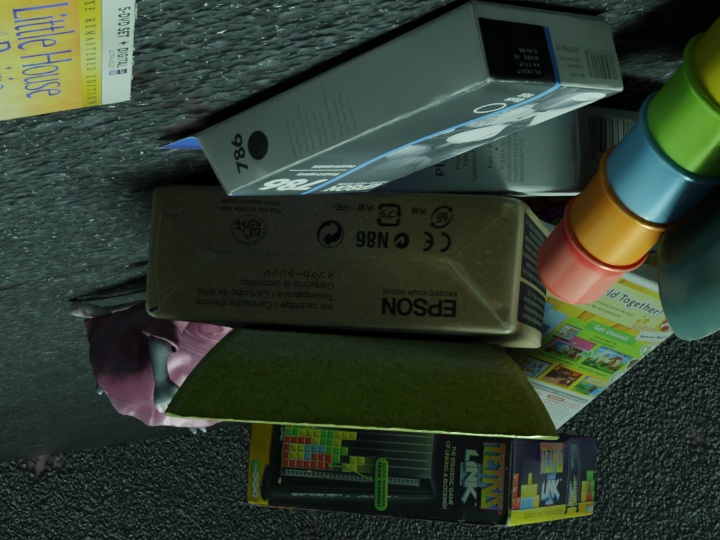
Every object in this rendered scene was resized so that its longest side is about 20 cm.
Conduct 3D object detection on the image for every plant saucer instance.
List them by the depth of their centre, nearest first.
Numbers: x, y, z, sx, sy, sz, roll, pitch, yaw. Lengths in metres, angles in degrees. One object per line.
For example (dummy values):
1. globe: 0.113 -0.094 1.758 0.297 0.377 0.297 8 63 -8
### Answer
1. plant saucer: 0.196 -0.057 0.738 0.200 0.027 0.200 -55 -176 6
2. plant saucer: 0.001 0.061 0.895 0.199 0.048 0.200 3 176 -1

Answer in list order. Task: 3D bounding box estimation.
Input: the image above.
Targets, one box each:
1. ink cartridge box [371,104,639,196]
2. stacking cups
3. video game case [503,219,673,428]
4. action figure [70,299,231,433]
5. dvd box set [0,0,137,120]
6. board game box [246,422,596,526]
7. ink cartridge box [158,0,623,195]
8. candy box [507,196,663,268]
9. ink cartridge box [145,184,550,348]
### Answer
1. ink cartridge box: 0.075 -0.065 0.906 0.200 0.047 0.160 3 -176 37
2. stacking cups: 0.144 -0.054 0.742 0.060 0.061 0.200 -8 154 -29
3. video game case: 0.105 0.046 1.078 0.200 0.023 0.182 20 128 -38
4. action figure: -0.106 0.033 1.140 0.134 0.149 0.200 -6 149 -34
5. dvd box set: -0.167 -0.067 0.479 0.199 0.029 0.146 -10 172 -11
6. board game box: 0.045 0.124 1.008 0.165 0.057 0.200 0 174 21
7. ink cartridge box: 0.009 -0.068 0.728 0.200 0.039 0.099 -18 171 42
8. candy box: 0.127 -0.005 1.134 0.199 0.103 0.026 -13 176 2
9. ink cartridge box: 0.000 0.000 0.902 0.199 0.075 0.165 2 175 13
